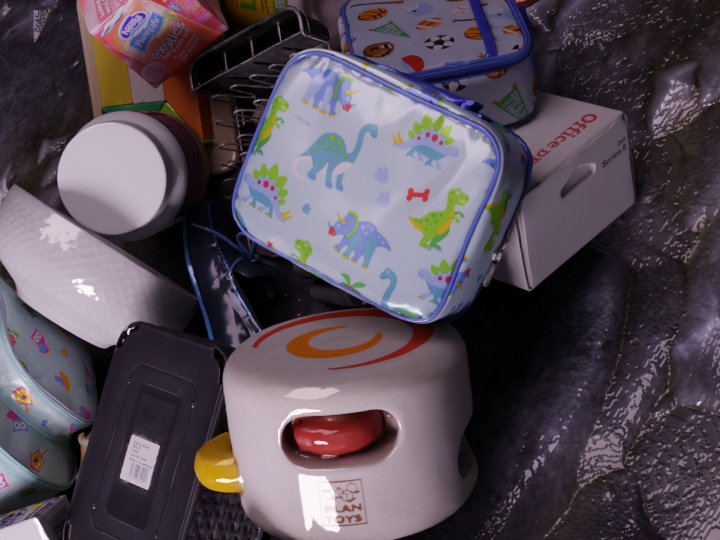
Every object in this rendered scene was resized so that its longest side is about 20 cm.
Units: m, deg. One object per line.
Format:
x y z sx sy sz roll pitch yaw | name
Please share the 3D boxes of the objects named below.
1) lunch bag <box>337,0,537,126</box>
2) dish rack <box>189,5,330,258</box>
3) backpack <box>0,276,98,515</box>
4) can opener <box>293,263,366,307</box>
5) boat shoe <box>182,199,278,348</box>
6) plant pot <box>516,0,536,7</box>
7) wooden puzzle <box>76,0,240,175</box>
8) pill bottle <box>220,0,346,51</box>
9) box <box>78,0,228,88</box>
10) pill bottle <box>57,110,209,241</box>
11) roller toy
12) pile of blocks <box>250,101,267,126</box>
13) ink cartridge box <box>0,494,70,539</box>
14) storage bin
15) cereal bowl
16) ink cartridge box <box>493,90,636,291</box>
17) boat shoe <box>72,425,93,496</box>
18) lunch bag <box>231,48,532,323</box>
0.065 -0.180 1.261 0.158 0.076 0.201 -12 33 3 | lunch bag
-0.074 -0.117 1.391 0.152 0.054 0.203 -21 74 42 | dish rack
-0.323 0.120 1.382 0.152 0.176 0.201 -27 45 16 | backpack
0.000 0.000 1.265 0.066 0.053 0.200 -36 11 -18 | can opener
-0.101 0.021 1.370 0.068 0.084 0.202 -28 65 16 | boat shoe
0.092 -0.366 1.393 0.199 0.195 0.203 -17 53 24 | plant pot
-0.206 -0.192 1.536 0.183 0.037 0.203 -1 97 35 | wooden puzzle
-0.089 -0.284 1.526 0.199 0.111 0.112 19 73 41 | pill bottle
-0.212 -0.286 1.459 0.094 0.102 0.201 -36 49 14 | box
-0.206 -0.087 1.408 0.114 0.114 0.200 -41 3 5 | pill bottle
-0.008 0.118 1.147 0.198 0.142 0.181 -18 18 -36 | roller toy
-0.023 -0.161 1.433 0.199 0.062 0.083 -34 47 13 | pile of blocks
-0.314 0.271 1.323 0.198 0.110 0.050 -20 9 27 | ink cartridge box
-0.145 0.155 1.255 0.134 0.093 0.202 14 86 40 | storage bin
-0.244 0.010 1.379 0.199 0.200 0.084 30 87 43 | cereal bowl
0.099 -0.078 1.240 0.199 0.088 0.145 18 45 42 | ink cartridge box
-0.221 0.164 1.350 0.071 0.076 0.202 1 64 33 | boat shoe
0.017 -0.064 1.126 0.199 0.082 0.162 27 102 24 | lunch bag
